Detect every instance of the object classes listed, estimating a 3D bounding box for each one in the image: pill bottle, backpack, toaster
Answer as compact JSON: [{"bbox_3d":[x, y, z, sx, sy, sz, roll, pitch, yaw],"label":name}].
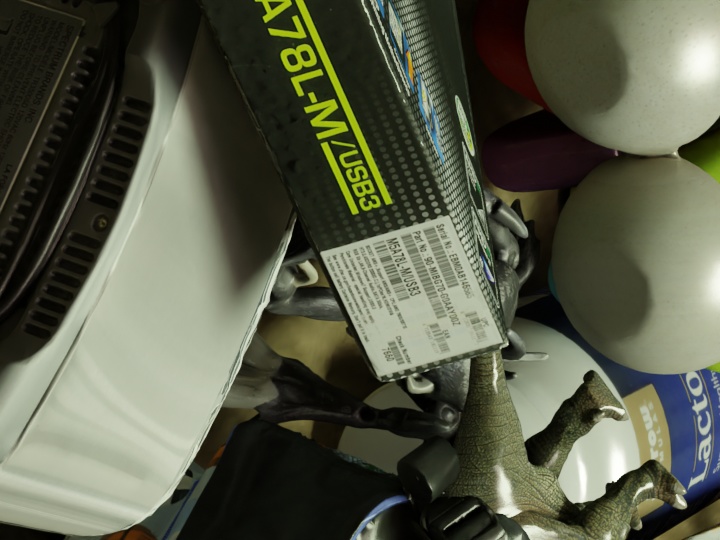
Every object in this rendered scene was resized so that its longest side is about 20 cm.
[{"bbox_3d":[0.080,0.067,1.119,0.200,0.115,0.116,-21,127,-55],"label":"pill bottle"},{"bbox_3d":[-0.031,0.159,0.881,0.200,0.154,0.191,-54,141,-15],"label":"backpack"},{"bbox_3d":[-0.089,-0.019,0.764,0.201,0.113,0.129,-68,157,-9],"label":"toaster"}]

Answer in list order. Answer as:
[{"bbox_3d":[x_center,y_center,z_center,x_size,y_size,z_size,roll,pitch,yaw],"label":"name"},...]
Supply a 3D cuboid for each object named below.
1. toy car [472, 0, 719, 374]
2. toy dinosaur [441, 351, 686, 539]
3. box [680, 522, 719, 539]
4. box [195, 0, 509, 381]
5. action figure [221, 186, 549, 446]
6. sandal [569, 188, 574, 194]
[{"bbox_3d":[0.111,-0.062,1.037,0.175,0.149,0.201,-27,115,-46],"label":"toy car"},{"bbox_3d":[0.061,0.100,0.951,0.102,0.077,0.200,-38,145,-15],"label":"toy dinosaur"},{"bbox_3d":[0.113,0.182,1.152,0.152,0.199,0.107,-13,76,-59],"label":"box"},{"bbox_3d":[-0.014,-0.104,0.759,0.194,0.047,0.201,-92,163,-48],"label":"box"},{"bbox_3d":[0.000,0.000,0.948,0.119,0.102,0.200,-65,151,-15],"label":"action figure"},{"bbox_3d":[0.138,-0.055,1.171,0.080,0.087,0.200,-57,152,-24],"label":"sandal"}]
